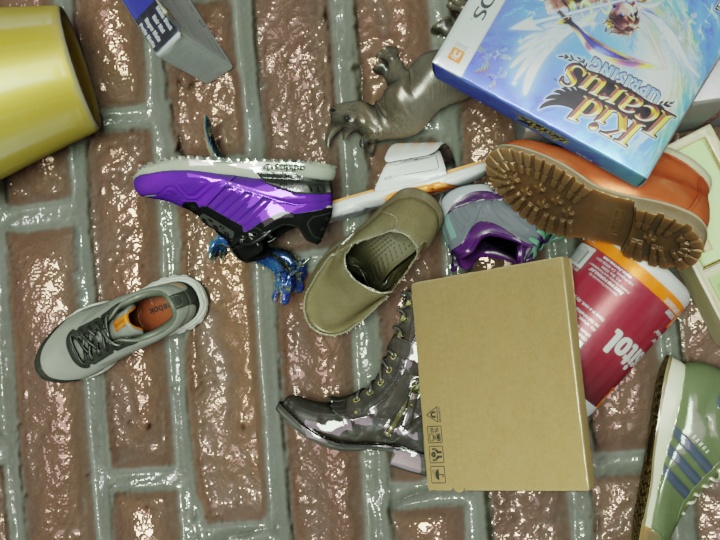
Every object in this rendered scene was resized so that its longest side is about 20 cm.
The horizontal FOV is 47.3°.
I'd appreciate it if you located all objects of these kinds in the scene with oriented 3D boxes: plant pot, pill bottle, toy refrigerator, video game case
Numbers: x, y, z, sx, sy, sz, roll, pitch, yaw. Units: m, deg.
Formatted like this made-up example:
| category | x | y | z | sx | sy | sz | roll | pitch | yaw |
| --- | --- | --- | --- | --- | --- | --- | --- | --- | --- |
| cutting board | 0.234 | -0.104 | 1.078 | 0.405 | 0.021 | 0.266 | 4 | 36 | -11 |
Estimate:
| category | x | y | z | sx | sy | sz | roll | pitch | yaw |
| --- | --- | --- | --- | --- | --- | --- | --- | --- | --- |
| plant pot | -0.374 | -0.180 | 0.829 | 0.188 | 0.201 | 0.201 | -16 | 89 | -9 |
| pill bottle | 0.206 | 0.066 | 0.785 | 0.113 | 0.113 | 0.200 | 40 | 96 | 5 |
| toy refrigerator | 0.339 | -0.031 | 0.788 | 0.076 | 0.070 | 0.200 | -26 | 88 | 7 |
| video game case | 0.189 | -0.196 | 0.673 | 0.200 | 0.045 | 0.182 | 30 | 92 | 9 |

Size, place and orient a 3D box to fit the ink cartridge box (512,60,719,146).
| category | x | y | z | sx | sy | sz | roll | pitch | yaw |
| --- | --- | --- | --- | --- | --- | --- | --- | --- | --- |
| ink cartridge box | 0.243 | -0.171 | 0.760 | 0.199 | 0.145 | 0.084 | -7 | 87 | 8 |

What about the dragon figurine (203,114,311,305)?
| category | x | y | z | sx | sy | sz | roll | pitch | yaw |
| --- | --- | --- | --- | --- | --- | --- | --- | --- | --- |
| dragon figurine | -0.109 | -0.062 | 0.851 | 0.099 | 0.059 | 0.201 | -7 | 91 | 8 |

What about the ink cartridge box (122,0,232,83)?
| category | x | y | z | sx | sy | sz | roll | pitch | yaw |
| --- | --- | --- | --- | --- | --- | --- | --- | --- | --- |
| ink cartridge box | -0.217 | -0.287 | 0.792 | 0.041 | 0.200 | 0.200 | -33 | 86 | 7 |

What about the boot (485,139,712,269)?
| category | x | y | z | sx | sy | sz | roll | pitch | yaw |
| --- | --- | --- | --- | --- | --- | --- | --- | --- | --- |
| boot | 0.216 | -0.081 | 0.740 | 0.200 | 0.075 | 0.107 | 24 | 54 | 13 |

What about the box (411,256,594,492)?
| category | x | y | z | sx | sy | sz | roll | pitch | yaw |
| --- | --- | --- | --- | --- | --- | --- | --- | --- | --- |
| box | 0.124 | 0.098 | 0.747 | 0.163 | 0.021 | 0.201 | -11 | 78 | 37 |

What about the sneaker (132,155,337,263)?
| category | x | y | z | sx | sy | sz | roll | pitch | yaw |
| --- | --- | --- | --- | --- | --- | --- | --- | --- | --- |
| sneaker | -0.124 | -0.057 | 0.788 | 0.200 | 0.070 | 0.100 | 2 | 94 | 8 |

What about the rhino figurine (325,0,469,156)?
| category | x | y | z | sx | sy | sz | roll | pitch | yaw |
| --- | --- | --- | --- | --- | --- | --- | --- | --- | --- |
| rhino figurine | 0.046 | -0.182 | 0.830 | 0.200 | 0.060 | 0.088 | -34 | 84 | 8 |

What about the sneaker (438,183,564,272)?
| category | x | y | z | sx | sy | sz | roll | pitch | yaw |
| --- | --- | --- | --- | --- | --- | --- | --- | --- | --- |
| sneaker | 0.176 | -0.041 | 0.789 | 0.199 | 0.074 | 0.088 | -9 | 57 | 4 |

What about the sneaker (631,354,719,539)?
| category | x | y | z | sx | sy | sz | roll | pitch | yaw |
| --- | --- | --- | --- | --- | --- | --- | --- | --- | --- |
| sneaker | 0.323 | 0.188 | 0.793 | 0.090 | 0.067 | 0.201 | 10 | 89 | 13 |

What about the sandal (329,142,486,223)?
| category | x | y | z | sx | sy | sz | roll | pitch | yaw |
| --- | --- | --- | --- | --- | --- | --- | --- | --- | --- |
| sandal | 0.030 | -0.096 | 0.823 | 0.206 | 0.079 | 0.059 | -14 | 90 | 10 |

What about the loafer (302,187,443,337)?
| category | x | y | z | sx | sy | sz | roll | pitch | yaw |
| --- | --- | --- | --- | --- | --- | --- | --- | --- | --- |
| loafer | 0.000 | 0.000 | 0.802 | 0.076 | 0.067 | 0.200 | 38 | 123 | -2 |

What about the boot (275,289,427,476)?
| category | x | y | z | sx | sy | sz | roll | pitch | yaw |
| --- | --- | --- | --- | --- | --- | --- | --- | --- | --- |
| boot | 0.029 | 0.103 | 0.838 | 0.200 | 0.069 | 0.175 | 17 | 90 | 0 |

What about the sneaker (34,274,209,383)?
| category | x | y | z | sx | sy | sz | roll | pitch | yaw |
| --- | --- | --- | --- | --- | --- | --- | --- | --- | --- |
| sneaker | -0.261 | 0.061 | 0.864 | 0.200 | 0.079 | 0.074 | -26 | 89 | 8 |
